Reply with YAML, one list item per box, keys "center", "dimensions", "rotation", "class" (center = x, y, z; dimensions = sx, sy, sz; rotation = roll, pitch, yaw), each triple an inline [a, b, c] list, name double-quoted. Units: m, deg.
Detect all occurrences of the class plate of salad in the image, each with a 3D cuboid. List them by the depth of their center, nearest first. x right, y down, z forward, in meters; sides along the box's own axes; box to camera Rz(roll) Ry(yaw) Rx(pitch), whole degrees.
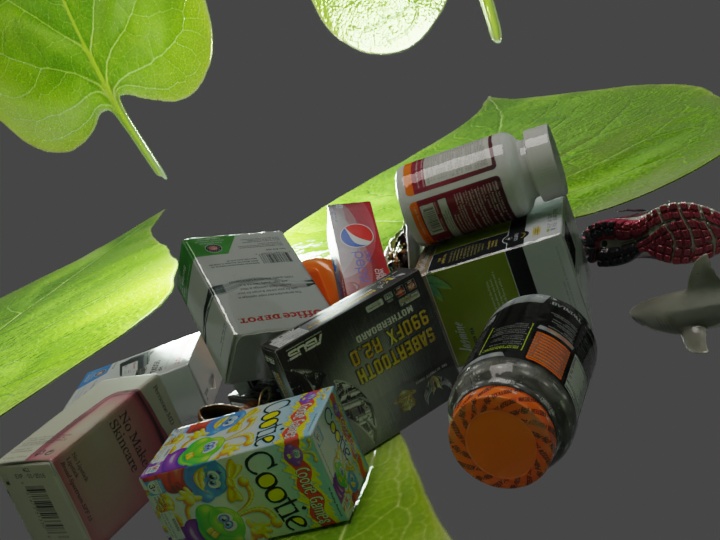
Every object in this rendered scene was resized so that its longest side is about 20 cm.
- center: [0.062, -0.003, 1.349]
  dimensions: [0.048, 0.202, 0.200]
  rotation: [-3, 17, 6]
  class: "plate of salad"

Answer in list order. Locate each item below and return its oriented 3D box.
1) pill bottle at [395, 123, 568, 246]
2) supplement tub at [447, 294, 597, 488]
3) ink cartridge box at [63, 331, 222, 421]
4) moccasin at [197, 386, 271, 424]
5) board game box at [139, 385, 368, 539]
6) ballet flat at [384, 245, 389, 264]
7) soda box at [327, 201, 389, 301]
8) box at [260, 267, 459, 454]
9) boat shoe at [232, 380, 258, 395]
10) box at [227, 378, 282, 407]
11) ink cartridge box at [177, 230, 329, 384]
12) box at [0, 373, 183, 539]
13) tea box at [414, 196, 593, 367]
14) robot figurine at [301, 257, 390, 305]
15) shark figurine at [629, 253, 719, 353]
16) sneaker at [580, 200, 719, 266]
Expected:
- center: [0.153, -0.109, 1.245]
  dimensions: [0.199, 0.110, 0.110]
  rotation: [-17, 16, 17]
  class: "pill bottle"
- center: [0.157, 0.115, 0.962]
  dimensions: [0.122, 0.123, 0.200]
  rotation: [-14, 17, 27]
  class: "supplement tub"
- center: [-0.318, 0.180, 1.469]
  dimensions: [0.199, 0.085, 0.145]
  rotation: [-20, 16, 5]
  class: "ink cartridge box"
- center: [-0.128, 0.188, 1.191]
  dimensions: [0.073, 0.078, 0.201]
  rotation: [-32, 18, -34]
  class: "moccasin"
- center: [-0.109, 0.211, 1.033]
  dimensions: [0.199, 0.106, 0.103]
  rotation: [-18, 16, 18]
  class: "board game box"
- center: [0.081, -0.018, 1.624]
  dimensions: [0.199, 0.071, 0.067]
  rotation: [-5, 22, 48]
  class: "ballet flat"
- center: [0.000, 0.000, 1.311]
  dimensions: [0.063, 0.070, 0.201]
  rotation: [-6, 48, -9]
  class: "soda box"
- center: [0.006, 0.111, 1.118]
  dimensions: [0.199, 0.159, 0.048]
  rotation: [-28, 15, -23]
  class: "box"
- center: [-0.135, 0.101, 1.318]
  dimensions: [0.070, 0.073, 0.200]
  rotation: [-16, 17, 6]
  class: "boat shoe"
- center: [-0.054, 0.149, 1.278]
  dimensions: [0.157, 0.050, 0.199]
  rotation: [-33, 19, -36]
  class: "box"
- center: [-0.134, 0.043, 1.260]
  dimensions: [0.146, 0.084, 0.200]
  rotation: [-5, 39, -28]
  class: "ink cartridge box"
- center: [-0.318, 0.232, 1.209]
  dimensions: [0.108, 0.129, 0.200]
  rotation: [-11, 19, 33]
  class: "box"
- center: [0.185, 0.008, 1.268]
  dimensions: [0.195, 0.135, 0.200]
  rotation: [-16, 16, 18]
  class: "tea box"
- center: [-0.036, 0.041, 1.432]
  dimensions: [0.116, 0.145, 0.199]
  rotation: [28, 14, 34]
  class: "robot figurine"
- center: [0.396, 0.012, 1.058]
  dimensions: [0.213, 0.090, 0.128]
  rotation: [-21, 16, 10]
  class: "shark figurine"
- center: [0.392, -0.053, 1.300]
  dimensions: [0.199, 0.081, 0.074]
  rotation: [-2, 12, 42]
  class: "sneaker"
